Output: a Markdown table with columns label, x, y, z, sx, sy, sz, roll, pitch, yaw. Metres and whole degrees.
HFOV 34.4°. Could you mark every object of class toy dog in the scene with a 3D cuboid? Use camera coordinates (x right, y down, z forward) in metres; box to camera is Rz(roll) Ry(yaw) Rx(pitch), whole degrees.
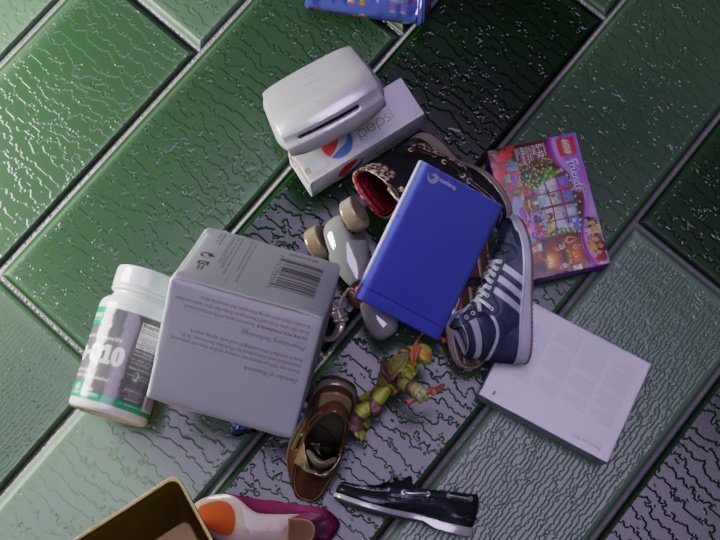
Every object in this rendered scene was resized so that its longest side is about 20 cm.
| label | x | y | z | sx | sy | sz | roll | pitch | yaw |
| --- | --- | --- | --- | --- | --- | --- | --- | --- | --- |
| toy dog | 0.000 | 0.000 | 1.629 | 0.130 | 0.096 | 0.204 | -9 | 86 | 27 |

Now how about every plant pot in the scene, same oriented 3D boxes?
| label | x | y | z | sx | sy | sz | roll | pitch | yaw |
| --- | --- | --- | --- | --- | --- | --- | --- | --- | --- |
| plant pot | -0.258 | 0.406 | 1.483 | 0.198 | 0.177 | 0.202 | -31 | 79 | -7 |

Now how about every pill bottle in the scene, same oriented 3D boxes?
| label | x | y | z | sx | sy | sz | roll | pitch | yaw |
| --- | --- | --- | --- | --- | --- | --- | --- | --- | --- |
| pill bottle | -0.317 | 0.103 | 1.591 | 0.111 | 0.113 | 0.203 | 14 | 76 | 4 |

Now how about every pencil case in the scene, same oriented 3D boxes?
| label | x | y | z | sx | sy | sz | roll | pitch | yaw |
| --- | --- | --- | --- | --- | --- | --- | --- | --- | --- |
| pencil case | 0.010 | -0.421 | 1.734 | 0.196 | 0.078 | 0.088 | 10 | 99 | 2 |

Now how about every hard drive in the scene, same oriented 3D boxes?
| label | x | y | z | sx | sy | sz | roll | pitch | yaw |
| --- | --- | --- | --- | --- | --- | --- | --- | --- | --- |
| hard drive | 0.092 | -0.026 | 1.557 | 0.131 | 0.025 | 0.202 | 27 | 89 | -13 |

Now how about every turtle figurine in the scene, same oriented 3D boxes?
| label | x | y | z | sx | sy | sz | roll | pitch | yaw |
| --- | --- | --- | --- | --- | --- | --- | --- | --- | --- |
| turtle figurine | 0.045 | 0.152 | 1.555 | 0.064 | 0.200 | 0.161 | 40 | 104 | -16 |

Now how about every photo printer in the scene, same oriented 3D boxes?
| label | x | y | z | sx | sy | sz | roll | pitch | yaw |
| --- | --- | --- | --- | --- | --- | --- | --- | --- | --- |
| photo printer | -0.052 | -0.236 | 1.627 | 0.165 | 0.200 | 0.070 | -28 | 115 | 2 |

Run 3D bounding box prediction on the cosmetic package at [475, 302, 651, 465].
| label | x | y | z | sx | sy | sz | roll | pitch | yaw |
| --- | --- | --- | --- | --- | --- | --- | --- | --- | --- |
| cosmetic package | 0.280 | 0.154 | 1.606 | 0.198 | 0.052 | 0.152 | 28 | 76 | 7 |

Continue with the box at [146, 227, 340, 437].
| label | x | y | z | sx | sy | sz | roll | pitch | yaw |
| --- | --- | --- | --- | --- | --- | --- | --- | --- | --- |
| box | -0.145 | 0.074 | 1.490 | 0.197 | 0.199 | 0.174 | 15 | 111 | 0 |

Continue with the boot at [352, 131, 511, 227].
| label | x | y | z | sx | sy | sz | roll | pitch | yaw |
| --- | --- | --- | --- | --- | --- | --- | --- | --- | --- |
| boot | 0.098 | -0.108 | 1.616 | 0.150 | 0.074 | 0.200 | -26 | 58 | -37 |

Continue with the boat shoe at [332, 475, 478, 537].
| label | x | y | z | sx | sy | sz | roll | pitch | yaw |
| --- | --- | --- | --- | --- | --- | --- | --- | --- | --- |
| boat shoe | 0.062 | 0.307 | 1.563 | 0.197 | 0.076 | 0.061 | 16 | 77 | -8 |

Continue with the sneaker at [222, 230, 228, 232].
| label | x | y | z | sx | sy | sz | roll | pitch | yaw |
| --- | --- | --- | --- | --- | --- | --- | --- | --- | --- |
| sneaker | -0.155 | 0.023 | 1.616 | 0.199 | 0.082 | 0.075 | 33 | 111 | 15 |

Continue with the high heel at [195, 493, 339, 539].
| label | x | y | z | sx | sy | sz | roll | pitch | yaw |
| --- | --- | --- | --- | --- | --- | --- | --- | --- | --- |
| high heel | -0.129 | 0.341 | 1.576 | 0.197 | 0.096 | 0.069 | 8 | 86 | 23 |

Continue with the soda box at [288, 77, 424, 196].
| label | x | y | z | sx | sy | sz | roll | pitch | yaw |
| --- | --- | --- | --- | --- | --- | --- | --- | --- | --- |
| soda box | -0.006 | -0.193 | 1.687 | 0.198 | 0.064 | 0.069 | -32 | 78 | -7 |

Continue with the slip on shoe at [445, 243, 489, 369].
| label | x | y | z | sx | sy | sz | roll | pitch | yaw |
| --- | --- | --- | --- | --- | --- | --- | --- | --- | --- |
| slip on shoe | 0.146 | 0.039 | 1.631 | 0.075 | 0.061 | 0.204 | -1 | 79 | -18 |

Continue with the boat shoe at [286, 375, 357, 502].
| label | x | y | z | sx | sy | sz | roll | pitch | yaw |
| --- | --- | --- | --- | --- | --- | --- | --- | --- | --- |
| boat shoe | -0.056 | 0.231 | 1.522 | 0.074 | 0.202 | 0.074 | 12 | 34 | -4 |

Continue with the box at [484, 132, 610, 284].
| label | x | y | z | sx | sy | sz | roll | pitch | yaw |
| --- | --- | --- | --- | --- | --- | --- | --- | --- | --- |
| box | 0.267 | -0.087 | 1.671 | 0.134 | 0.039 | 0.203 | -12 | 76 | -3 |

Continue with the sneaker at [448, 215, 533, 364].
| label | x | y | z | sx | sy | sz | roll | pitch | yaw |
| --- | --- | --- | --- | --- | --- | --- | --- | --- | --- |
| sneaker | 0.174 | 0.025 | 1.566 | 0.106 | 0.070 | 0.204 | 1 | 83 | -11 |

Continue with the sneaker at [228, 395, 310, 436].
| label | x | y | z | sx | sy | sz | roll | pitch | yaw |
| --- | --- | --- | --- | --- | --- | --- | --- | --- | --- |
| sneaker | -0.137 | 0.191 | 1.596 | 0.197 | 0.079 | 0.091 | 19 | 87 | 12 |
